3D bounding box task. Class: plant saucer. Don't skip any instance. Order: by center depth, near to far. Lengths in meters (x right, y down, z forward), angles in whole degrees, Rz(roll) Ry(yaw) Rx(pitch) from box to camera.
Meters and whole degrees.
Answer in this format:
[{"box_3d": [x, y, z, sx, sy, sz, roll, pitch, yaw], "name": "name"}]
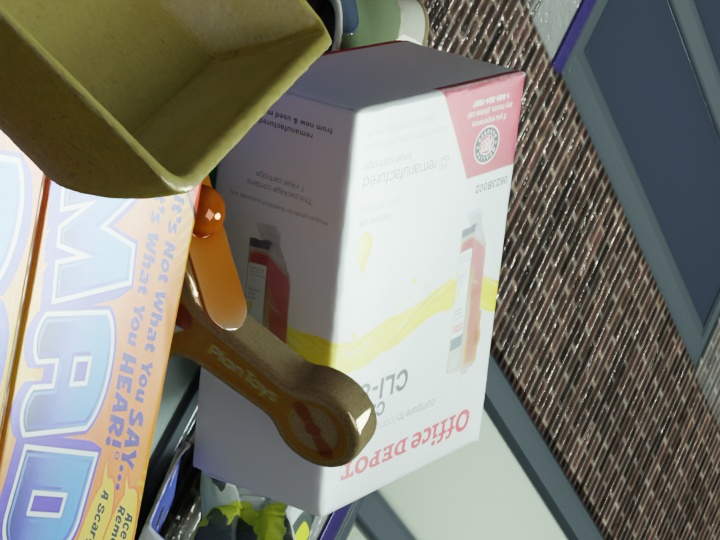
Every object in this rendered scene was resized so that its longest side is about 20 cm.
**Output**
[{"box_3d": [-0.116, -0.113, 0.764, 0.048, 0.200, 0.200, -43, -175, 24], "name": "plant saucer"}]

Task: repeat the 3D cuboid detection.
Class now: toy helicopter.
[{"box_3d": [-0.073, 0.012, 0.975, 0.079, 0.199, 0.133, -51, 176, -48], "name": "toy helicopter"}]

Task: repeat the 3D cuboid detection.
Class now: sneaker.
[{"box_3d": [-0.037, -0.067, 1.130, 0.090, 0.067, 0.202, 25, 82, -43], "name": "sneaker"}, {"box_3d": [-0.066, 0.158, 1.232, 0.200, 0.074, 0.085, -67, 169, -67], "name": "sneaker"}]

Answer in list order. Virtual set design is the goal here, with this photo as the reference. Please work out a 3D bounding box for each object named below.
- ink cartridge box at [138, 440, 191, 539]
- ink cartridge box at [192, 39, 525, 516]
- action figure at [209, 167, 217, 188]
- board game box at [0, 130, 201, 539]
[{"box_3d": [-0.119, 0.199, 1.103, 0.200, 0.040, 0.201, 113, 1, -74], "name": "ink cartridge box"}, {"box_3d": [0.000, 0.000, 1.059, 0.145, 0.083, 0.202, -18, 120, -51], "name": "ink cartridge box"}, {"box_3d": [-0.067, -0.063, 1.179, 0.118, 0.054, 0.201, -57, 146, -26], "name": "action figure"}, {"box_3d": [-0.206, 0.008, 0.827, 0.199, 0.199, 0.201, -1, 104, -59], "name": "board game box"}]
